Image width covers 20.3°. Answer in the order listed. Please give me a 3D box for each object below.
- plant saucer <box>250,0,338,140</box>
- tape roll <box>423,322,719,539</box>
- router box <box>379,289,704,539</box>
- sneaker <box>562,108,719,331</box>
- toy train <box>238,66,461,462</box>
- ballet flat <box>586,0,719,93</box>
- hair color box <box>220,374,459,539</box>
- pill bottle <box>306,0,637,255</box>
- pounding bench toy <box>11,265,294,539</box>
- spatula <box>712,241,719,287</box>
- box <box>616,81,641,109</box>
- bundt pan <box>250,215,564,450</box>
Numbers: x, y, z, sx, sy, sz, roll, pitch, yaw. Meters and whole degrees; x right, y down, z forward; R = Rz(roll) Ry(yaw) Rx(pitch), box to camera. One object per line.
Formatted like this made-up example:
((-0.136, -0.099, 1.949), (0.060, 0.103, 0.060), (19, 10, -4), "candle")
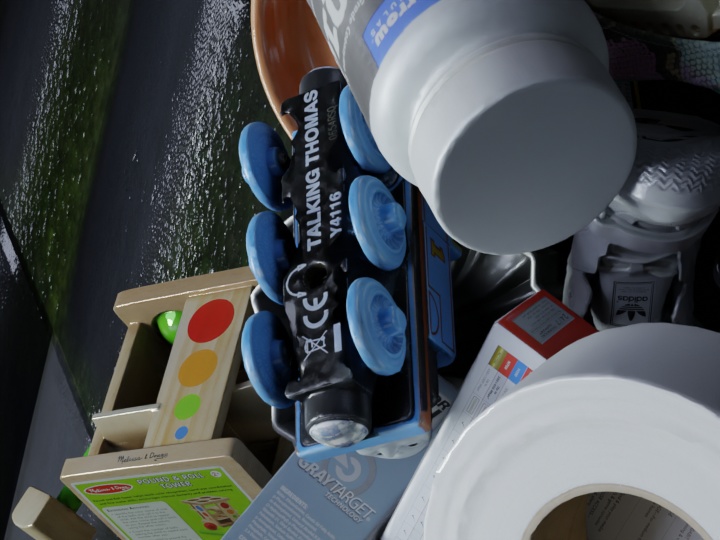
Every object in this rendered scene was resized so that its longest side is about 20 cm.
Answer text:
((0.038, -0.130, 1.051), (0.198, 0.037, 0.202), (5, 103, 23), "plant saucer")
((0.128, 0.128, 0.860), (0.201, 0.071, 0.205), (11, 112, 29), "tape roll")
((0.104, 0.143, 0.957), (0.179, 0.049, 0.201), (37, 124, 17), "router box")
((0.140, -0.015, 0.968), (0.200, 0.074, 0.116), (-74, -11, -81), "sneaker")
((0.000, 0.000, 0.975), (0.086, 0.114, 0.202), (-18, 57, 26), "toy train")
((0.159, -0.117, 0.916), (0.199, 0.069, 0.072), (10, 129, 42), "ballet flat")
((-0.022, 0.142, 1.031), (0.200, 0.060, 0.099), (-50, -17, -16), "hair color box")
((0.045, -0.106, 0.916), (0.114, 0.113, 0.201), (-67, 32, 33), "pill bottle")
((-0.116, 0.094, 1.262), (0.198, 0.124, 0.157), (-10, 49, 28), "pounding bench toy")
((0.202, -0.082, 0.952), (0.056, 0.020, 0.202), (31, 119, 39), "spatula")
((0.087, -0.110, 1.185), (0.200, 0.049, 0.161), (137, 131, -56), "box")
((0.039, 0.037, 1.142), (0.200, 0.076, 0.204), (5, 99, 30), "bundt pan")
